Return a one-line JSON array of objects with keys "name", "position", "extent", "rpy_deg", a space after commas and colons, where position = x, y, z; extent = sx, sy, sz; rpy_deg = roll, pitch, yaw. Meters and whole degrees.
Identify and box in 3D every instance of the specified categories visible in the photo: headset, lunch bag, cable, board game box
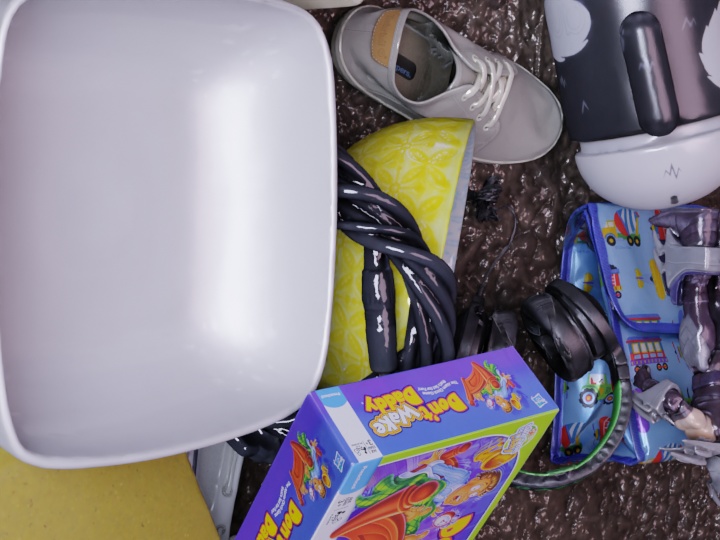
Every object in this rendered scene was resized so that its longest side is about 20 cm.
[{"name": "headset", "position": [0.109, 0.042, 0.937], "extent": [0.122, 0.094, 0.202], "rpy_deg": [-14, 74, -3]}, {"name": "lunch bag", "position": [0.216, 0.036, 1.051], "extent": [0.149, 0.094, 0.203], "rpy_deg": [-1, 85, -35]}, {"name": "cable", "position": [-0.047, 0.008, 0.729], "extent": [0.200, 0.163, 0.051], "rpy_deg": [48, 24, -2]}, {"name": "board game box", "position": [0.003, 0.133, 0.742], "extent": [0.133, 0.045, 0.201], "rpy_deg": [-10, 140, -37]}]

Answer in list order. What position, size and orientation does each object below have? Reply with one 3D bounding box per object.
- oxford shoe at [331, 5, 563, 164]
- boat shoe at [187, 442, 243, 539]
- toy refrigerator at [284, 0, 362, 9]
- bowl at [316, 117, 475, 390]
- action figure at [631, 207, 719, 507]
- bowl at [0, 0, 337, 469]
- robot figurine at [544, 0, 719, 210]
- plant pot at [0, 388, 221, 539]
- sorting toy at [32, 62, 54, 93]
[{"name": "oxford shoe", "position": [0.069, -0.118, 0.925], "extent": [0.199, 0.057, 0.076], "rpy_deg": [21, 80, -39]}, {"name": "boat shoe", "position": [-0.087, 0.170, 0.832], "extent": [0.085, 0.074, 0.205], "rpy_deg": [6, 85, -23]}, {"name": "toy refrigerator", "position": [-0.065, -0.181, 0.725], "extent": [0.076, 0.199, 0.070], "rpy_deg": [39, 73, -32]}, {"name": "bowl", "position": [0.000, 0.000, 0.842], "extent": [0.106, 0.200, 0.203], "rpy_deg": [11, 89, 6]}, {"name": "action figure", "position": [0.240, 0.061, 0.974], "extent": [0.129, 0.069, 0.203], "rpy_deg": [9, 73, -43]}, {"name": "bowl", "position": [-0.100, -0.023, 0.630], "extent": [0.198, 0.074, 0.203], "rpy_deg": [-6, 98, -48]}, {"name": "robot figurine", "position": [0.196, -0.143, 0.968], "extent": [0.149, 0.124, 0.203], "rpy_deg": [-18, 99, -37]}, {"name": "plant pot", "position": [-0.181, 0.145, 0.694], "extent": [0.199, 0.193, 0.198], "rpy_deg": [-32, 114, -35]}, {"name": "sorting toy", "position": [-0.195, -0.208, 0.667], "extent": [0.197, 0.070, 0.202], "rpy_deg": [28, 78, -9]}]
